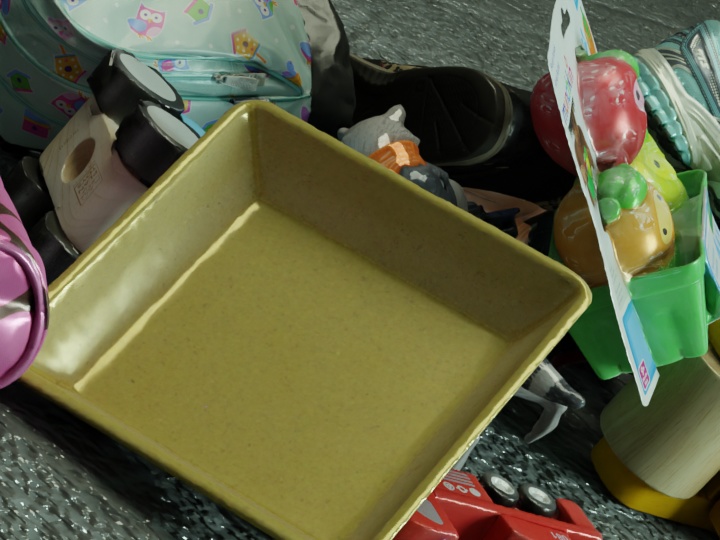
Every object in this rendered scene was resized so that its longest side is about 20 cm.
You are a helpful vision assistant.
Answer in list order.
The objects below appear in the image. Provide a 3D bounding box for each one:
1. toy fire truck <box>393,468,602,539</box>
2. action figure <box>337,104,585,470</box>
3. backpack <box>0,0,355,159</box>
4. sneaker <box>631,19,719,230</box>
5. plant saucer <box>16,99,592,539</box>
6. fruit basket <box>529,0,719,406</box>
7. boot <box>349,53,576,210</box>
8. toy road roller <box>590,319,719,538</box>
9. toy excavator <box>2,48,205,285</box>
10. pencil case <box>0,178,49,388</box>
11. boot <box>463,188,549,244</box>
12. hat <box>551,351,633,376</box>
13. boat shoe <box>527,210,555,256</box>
[{"bbox_3d":[0.083,0.154,1.327,0.200,0.049,0.141,18,24,-36],"label":"toy fire truck"},{"bbox_3d":[0.051,0.000,1.525,0.200,0.105,0.194,-21,81,-45],"label":"action figure"},{"bbox_3d":[-0.113,-0.128,1.551,0.200,0.127,0.167,0,49,-31],"label":"backpack"},{"bbox_3d":[0.231,-0.056,1.639,0.200,0.086,0.078,53,-9,0],"label":"sneaker"},{"bbox_3d":[-0.030,0.036,1.304,0.200,0.048,0.200,30,54,19],"label":"plant saucer"},{"bbox_3d":[0.138,-0.054,1.538,0.094,0.200,0.185,-8,22,11],"label":"fruit basket"},{"bbox_3d":[0.051,-0.080,1.686,0.150,0.073,0.200,13,-7,-44],"label":"boot"},{"bbox_3d":[0.242,0.118,1.608,0.200,0.123,0.146,20,31,-38],"label":"toy road roller"},{"bbox_3d":[-0.063,0.005,1.440,0.200,0.100,0.195,33,15,-29],"label":"toy excavator"},{"bbox_3d":[-0.202,-0.027,1.283,0.094,0.091,0.200,-1,26,-21],"label":"pencil case"},{"bbox_3d":[0.029,-0.066,1.872,0.200,0.064,0.186,29,13,7],"label":"boot"},{"bbox_3d":[0.165,0.043,1.740,0.176,0.200,0.166,-5,55,-11],"label":"hat"},{"bbox_3d":[0.132,0.005,1.765,0.075,0.062,0.200,17,-5,20],"label":"boat shoe"}]
